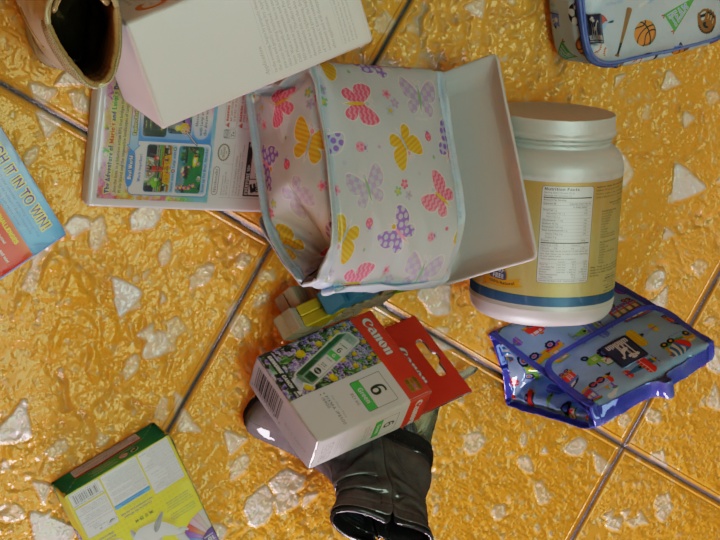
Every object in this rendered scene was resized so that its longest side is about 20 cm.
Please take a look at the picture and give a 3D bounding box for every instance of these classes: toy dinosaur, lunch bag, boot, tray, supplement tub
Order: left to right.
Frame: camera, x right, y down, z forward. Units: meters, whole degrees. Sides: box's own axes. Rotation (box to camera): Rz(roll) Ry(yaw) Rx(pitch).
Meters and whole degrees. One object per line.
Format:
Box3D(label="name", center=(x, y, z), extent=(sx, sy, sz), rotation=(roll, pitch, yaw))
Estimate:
Box3D(label="boot", center=(-0.251, -0.252, 1.444), extent=(0.073, 0.155, 0.201), rotation=(-16, 110, -16))
Box3D(label="boot", center=(-0.020, 0.189, 1.671), extent=(0.199, 0.132, 0.070), rotation=(17, 125, -7))
Box3D(label="lunch bag", center=(-0.004, -0.078, 1.604), extent=(0.169, 0.127, 0.201), rotation=(-4, 80, -40))
Box3D(label="toy dinosaur", center=(0.045, 0.176, 1.782), extent=(0.088, 0.047, 0.201), rotation=(22, 90, -35))
Box3D(label="tray", center=(0.107, -0.094, 1.673), extent=(0.022, 0.107, 0.201), rotation=(5, 72, -56))
Box3D(label="supplement tub", center=(0.182, -0.057, 1.732), extent=(0.144, 0.145, 0.201), rotation=(-4, 105, -27))
Box3D(label="lunch bag", center=(0.249, 0.096, 1.775), extent=(0.150, 0.200, 0.094), rotation=(-26, 114, -20))
Box3D(label="lunch bag", center=(0.275, -0.291, 1.761), extent=(0.199, 0.076, 0.161), rotation=(-14, 107, -25))

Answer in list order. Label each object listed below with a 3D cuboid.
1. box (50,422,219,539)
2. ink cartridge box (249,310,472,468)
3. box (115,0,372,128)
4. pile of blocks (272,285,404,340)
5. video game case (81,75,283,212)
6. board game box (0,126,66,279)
Box3D(label="box", center=(-0.197, 0.258, 1.673), extent=(0.117, 0.048, 0.200), rotation=(-30, 113, -18))
Box3D(label="ink cartridge box", center=(0.007, 0.100, 1.687), extent=(0.200, 0.109, 0.050), rotation=(-22, 150, -30))
Box3D(label="box", center=(-0.112, -0.213, 1.513), extent=(0.199, 0.124, 0.098), rotation=(-24, 114, -15))
Box3D(label="pile of blocks", center=(0.000, 0.000, 1.691), extent=(0.200, 0.082, 0.062), rotation=(-23, 73, -26))
Box3D(label="video game case", center=(-0.155, -0.155, 1.600), extent=(0.181, 0.024, 0.201), rotation=(1, 103, -28))
Box3D(label="board game box", center=(-0.383, -0.060, 1.485), extent=(0.196, 0.056, 0.200), rotation=(-36, 117, -16))
